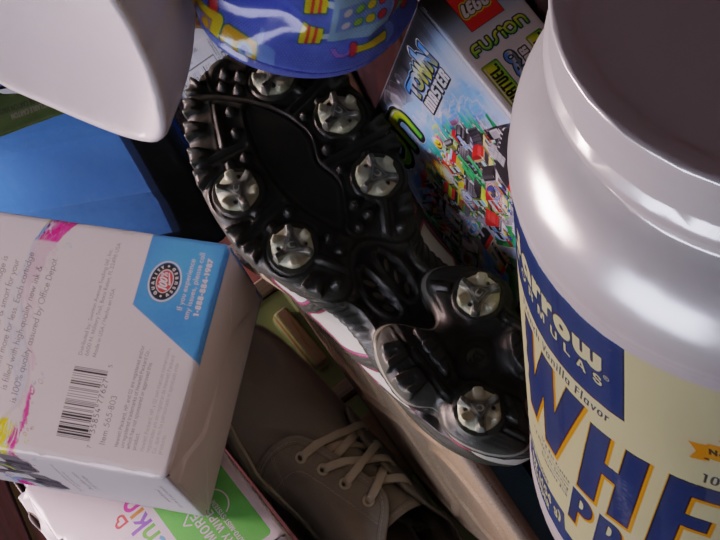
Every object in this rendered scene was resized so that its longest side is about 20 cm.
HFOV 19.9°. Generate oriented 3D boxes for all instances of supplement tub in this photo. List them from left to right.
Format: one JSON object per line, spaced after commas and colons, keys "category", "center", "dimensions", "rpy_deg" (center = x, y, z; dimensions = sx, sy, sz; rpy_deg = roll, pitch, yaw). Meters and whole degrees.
{"category": "supplement tub", "center": [0.112, -0.001, 0.526], "dimensions": [0.145, 0.145, 0.200], "rpy_deg": [42, 158, 32]}

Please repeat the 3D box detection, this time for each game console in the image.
{"category": "game console", "center": [-0.193, -0.044, 0.992], "dimensions": [0.199, 0.171, 0.119], "rpy_deg": [-9, 96, 28]}

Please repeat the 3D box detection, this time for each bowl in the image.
{"category": "bowl", "center": [-0.142, -0.139, 0.705], "dimensions": [0.199, 0.075, 0.200], "rpy_deg": [27, 166, 12]}

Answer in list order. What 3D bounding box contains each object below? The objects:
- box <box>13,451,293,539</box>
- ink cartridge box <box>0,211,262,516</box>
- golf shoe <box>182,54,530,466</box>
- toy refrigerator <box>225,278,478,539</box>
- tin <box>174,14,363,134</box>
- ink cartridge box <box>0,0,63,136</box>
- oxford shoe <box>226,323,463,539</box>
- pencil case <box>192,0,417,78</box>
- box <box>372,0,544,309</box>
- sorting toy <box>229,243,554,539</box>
{"category": "box", "center": [-0.097, 0.139, 1.068], "dimensions": [0.200, 0.097, 0.177], "rpy_deg": [48, 172, 39]}
{"category": "ink cartridge box", "center": [-0.159, 0.038, 0.979], "dimensions": [0.199, 0.116, 0.068], "rpy_deg": [9, 160, 16]}
{"category": "golf shoe", "center": [0.000, 0.000, 0.801], "dimensions": [0.200, 0.077, 0.088], "rpy_deg": [51, 168, 14]}
{"category": "toy refrigerator", "center": [-0.013, 0.102, 1.106], "dimensions": [0.200, 0.076, 0.070], "rpy_deg": [51, 161, 13]}
{"category": "tin", "center": [-0.054, -0.074, 0.969], "dimensions": [0.112, 0.042, 0.200], "rpy_deg": [61, 161, -5]}
{"category": "ink cartridge box", "center": [-0.144, -0.161, 0.847], "dimensions": [0.059, 0.104, 0.201], "rpy_deg": [-8, 103, 38]}
{"category": "oxford shoe", "center": [-0.006, 0.104, 1.031], "dimensions": [0.200, 0.075, 0.058], "rpy_deg": [55, 140, 10]}
{"category": "pencil case", "center": [-0.016, -0.153, 0.638], "dimensions": [0.086, 0.078, 0.201], "rpy_deg": [21, 142, 12]}
{"category": "box", "center": [0.050, -0.028, 0.799], "dimensions": [0.110, 0.035, 0.200], "rpy_deg": [51, 161, 10]}
{"category": "sorting toy", "center": [0.028, 0.064, 0.959], "dimensions": [0.200, 0.036, 0.185], "rpy_deg": [51, 173, -17]}
